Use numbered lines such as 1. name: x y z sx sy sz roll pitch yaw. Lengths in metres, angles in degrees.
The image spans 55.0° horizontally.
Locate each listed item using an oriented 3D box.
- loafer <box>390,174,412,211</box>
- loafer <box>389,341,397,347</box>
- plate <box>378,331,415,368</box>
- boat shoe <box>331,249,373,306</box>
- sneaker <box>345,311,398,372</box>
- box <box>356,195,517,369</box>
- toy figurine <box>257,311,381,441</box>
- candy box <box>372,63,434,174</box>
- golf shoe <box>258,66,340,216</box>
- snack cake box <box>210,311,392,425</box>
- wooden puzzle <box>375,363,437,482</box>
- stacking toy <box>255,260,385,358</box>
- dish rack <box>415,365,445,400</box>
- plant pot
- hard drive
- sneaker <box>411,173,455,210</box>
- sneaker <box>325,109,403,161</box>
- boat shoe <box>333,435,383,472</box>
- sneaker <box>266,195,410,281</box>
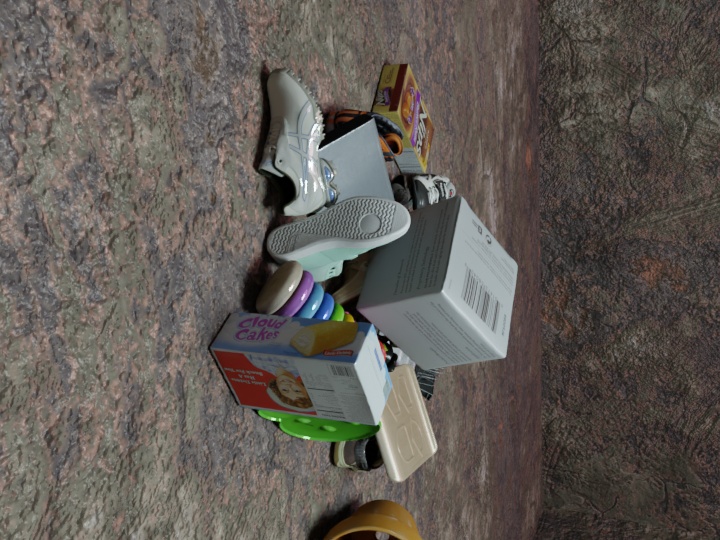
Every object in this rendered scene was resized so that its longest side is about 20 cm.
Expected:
1. loafer: 0.058 -0.138 1.283 0.200 0.072 0.063 -55 142 -74
2. loafer: 0.086 0.084 1.311 0.200 0.069 0.075 -92 -157 -56
3. plate: 0.080 0.172 1.428 0.200 0.032 0.200 62 37 -51
4. boat shoe: 0.000 0.000 1.193 0.065 0.072 0.200 52 45 -3
5. sneaker: 0.010 0.127 1.188 0.200 0.087 0.074 55 47 -55
6. box: 0.133 0.027 1.148 0.199 0.171 0.200 44 47 -34
7. toy figurine: -0.061 0.139 1.030 0.200 0.150 0.185 27 51 -39
8. candy box: 0.089 -0.294 1.364 0.200 0.056 0.117 55 43 -57
9. golf shoe: -0.097 -0.169 0.930 0.097 0.078 0.201 -25 103 -33
10. snack cake box: -0.072 0.121 0.860 0.067 0.199 0.115 -64 148 -42
11. wooden puzzle: 0.066 0.277 1.280 0.200 0.046 0.186 -4 75 -64
12. stacking toy: -0.043 0.075 0.951 0.200 0.085 0.086 39 49 -19
13. dish rack: 0.163 0.161 1.473 0.154 0.054 0.200 -77 -171 -48
14. plant pot: 0.030 0.488 1.178 0.183 0.200 0.201 -38 128 -79
15. hard drive: -0.018 -0.124 1.081 0.139 0.033 0.200 -33 132 -19
16. sneaker: 0.150 -0.165 1.425 0.200 0.088 0.074 -64 153 -67
17. sneaker: 0.020 -0.178 1.146 0.200 0.112 0.078 66 36 -48
18. boat shoe: 0.015 0.333 1.255 0.201 0.066 0.072 35 61 -63
19. sneaker: -0.021 -0.041 0.985 0.118 0.200 0.074 56 23 -65
